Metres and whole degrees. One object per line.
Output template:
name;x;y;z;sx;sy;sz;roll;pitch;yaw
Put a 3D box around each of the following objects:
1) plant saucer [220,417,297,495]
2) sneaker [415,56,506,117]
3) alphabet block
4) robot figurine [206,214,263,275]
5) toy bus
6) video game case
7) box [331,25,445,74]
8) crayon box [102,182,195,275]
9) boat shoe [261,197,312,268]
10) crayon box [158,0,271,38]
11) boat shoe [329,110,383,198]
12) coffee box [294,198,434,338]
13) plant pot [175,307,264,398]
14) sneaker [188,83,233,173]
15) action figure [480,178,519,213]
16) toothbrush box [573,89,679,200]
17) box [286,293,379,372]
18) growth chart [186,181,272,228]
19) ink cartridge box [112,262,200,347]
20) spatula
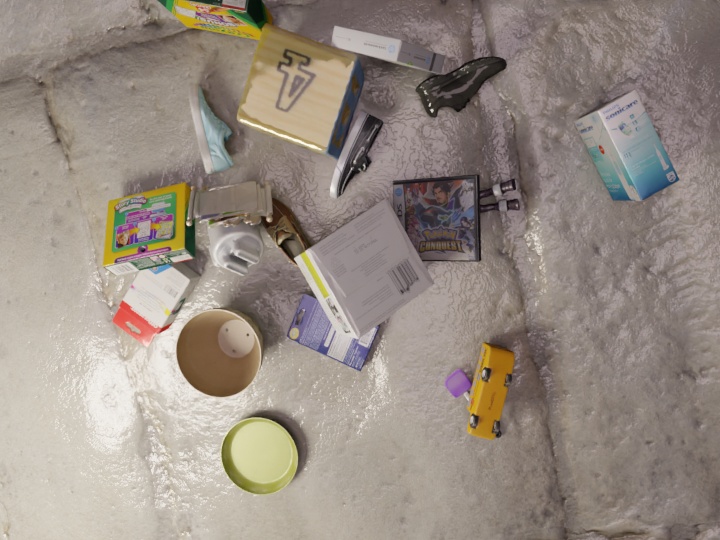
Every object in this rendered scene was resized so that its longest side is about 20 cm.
plant saucer;-0.250;0.459;1.301;0.196;0.031;0.204;1;97;4
sneaker;0.223;-0.399;1.130;0.197;0.076;0.092;-19;105;14
alphabet block;-0.117;-0.365;1.097;0.197;0.195;0.199;20;97;3
robot figurine;-0.282;-0.083;1.164;0.169;0.112;0.202;-39;49;18
toy bus;0.293;0.274;1.190;0.064;0.078;0.204;14;91;-6
video game case;0.166;-0.112;1.151;0.197;0.025;0.184;1;98;29
box;0.061;-0.440;1.042;0.154;0.199;0.042;25;113;26
crayon box;-0.480;-0.096;1.193;0.196;0.058;0.175;-11;64;6
boat shoe;-0.171;-0.086;1.197;0.075;0.074;0.201;-40;93;9
crayon box;-0.302;-0.551;1.088;0.196;0.173;0.059;12;96;4
boat shoe;-0.008;-0.250;1.167;0.067;0.072;0.203;24;92;3
coffee box;0.000;0.000;1.106;0.198;0.198;0.202;-32;95;-15
plant pot;-0.309;0.175;1.215;0.196;0.135;0.204;1;99;5
sneaker;-0.338;-0.326;1.191;0.081;0.074;0.204;-14;96;-17
action figure;0.248;-0.147;1.158;0.197;0.069;0.132;-8;104;21
toothbrush box;0.544;-0.252;1.077;0.084;0.146;0.202;-27;95;8
box;-0.066;0.144;1.241;0.197;0.032;0.123;24;99;0
growth chart;-0.283;-0.143;1.127;0.196;0.146;0.018;-4;140;2
ink cartridge box;-0.490;0.067;1.249;0.115;0.067;0.201;35;99;0
spatula;0.273;0.323;1.241;0.056;0.021;0.201;-38;94;5
